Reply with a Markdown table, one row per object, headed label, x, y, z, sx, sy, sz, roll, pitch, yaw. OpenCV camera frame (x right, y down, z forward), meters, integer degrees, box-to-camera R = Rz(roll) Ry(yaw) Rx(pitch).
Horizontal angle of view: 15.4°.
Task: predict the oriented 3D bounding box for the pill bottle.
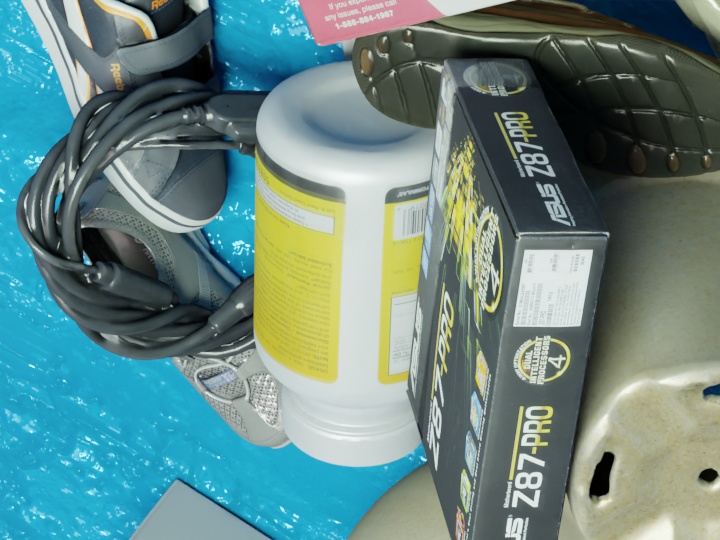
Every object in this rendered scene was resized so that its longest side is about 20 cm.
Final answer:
| label | x | y | z | sx | sy | sz | roll | pitch | yaw |
| --- | --- | --- | --- | --- | --- | --- | --- | --- | --- |
| pill bottle | 0.000 | 0.000 | 1.393 | 0.112 | 0.112 | 0.200 | 15 | 126 | 17 |

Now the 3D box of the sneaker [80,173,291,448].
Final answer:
| label | x | y | z | sx | sy | sz | roll | pitch | yaw |
| --- | --- | --- | --- | --- | --- | --- | --- | --- | --- |
| sneaker | -0.106 | 0.028 | 1.526 | 0.075 | 0.082 | 0.200 | -29 | 104 | 35 |

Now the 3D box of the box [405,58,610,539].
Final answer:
| label | x | y | z | sx | sy | sz | roll | pitch | yaw |
| --- | --- | --- | --- | --- | --- | --- | --- | --- | --- |
| box | 0.066 | 0.023 | 1.261 | 0.049 | 0.161 | 0.200 | 0 | 124 | -9 |

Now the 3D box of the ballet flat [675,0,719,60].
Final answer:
| label | x | y | z | sx | sy | sz | roll | pitch | yaw |
| --- | --- | --- | --- | --- | --- | --- | --- | --- | --- |
| ballet flat | 0.225 | -0.090 | 1.317 | 0.200 | 0.069 | 0.069 | 49 | 127 | -6 |

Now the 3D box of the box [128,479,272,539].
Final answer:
| label | x | y | z | sx | sy | sz | roll | pitch | yaw |
| --- | --- | --- | --- | --- | --- | --- | --- | --- | --- |
| box | -0.071 | 0.244 | 1.632 | 0.200 | 0.097 | 0.124 | 33 | 128 | 3 |

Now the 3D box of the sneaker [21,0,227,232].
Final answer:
| label | x | y | z | sx | sy | sz | roll | pitch | yaw |
| --- | --- | --- | --- | --- | --- | --- | --- | --- | --- |
| sneaker | -0.117 | -0.114 | 1.446 | 0.079 | 0.078 | 0.200 | -17 | 109 | 38 |

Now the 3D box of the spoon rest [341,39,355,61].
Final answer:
| label | x | y | z | sx | sy | sz | roll | pitch | yaw |
| --- | --- | --- | --- | --- | --- | --- | --- | --- | --- |
| spoon rest | 0.020 | -0.151 | 1.371 | 0.099 | 0.061 | 0.200 | -11 | 113 | 30 |

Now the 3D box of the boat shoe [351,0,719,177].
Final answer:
| label | x | y | z | sx | sy | sz | roll | pitch | yaw |
| --- | --- | --- | --- | --- | --- | --- | --- | --- | --- |
| boat shoe | 0.099 | -0.104 | 1.314 | 0.200 | 0.074 | 0.076 | 14 | 125 | 9 |

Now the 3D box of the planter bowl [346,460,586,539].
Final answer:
| label | x | y | z | sx | sy | sz | roll | pitch | yaw |
| --- | --- | --- | --- | --- | --- | --- | --- | --- | --- |
| planter bowl | 0.052 | 0.209 | 1.482 | 0.200 | 0.135 | 0.200 | 32 | 135 | 39 |

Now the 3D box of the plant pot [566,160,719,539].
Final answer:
| label | x | y | z | sx | sy | sz | roll | pitch | yaw |
| --- | --- | --- | --- | --- | --- | --- | --- | --- | --- |
| plant pot | 0.164 | 0.054 | 1.313 | 0.200 | 0.183 | 0.200 | 0 | 122 | 0 |

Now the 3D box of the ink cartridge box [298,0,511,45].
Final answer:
| label | x | y | z | sx | sy | sz | roll | pitch | yaw |
| --- | --- | --- | --- | --- | --- | --- | --- | --- | --- |
| ink cartridge box | 0.015 | -0.221 | 1.241 | 0.146 | 0.083 | 0.200 | -10 | 114 | 31 |

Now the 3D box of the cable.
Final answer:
| label | x | y | z | sx | sy | sz | roll | pitch | yaw |
| --- | --- | --- | --- | --- | --- | --- | --- | --- | --- |
| cable | -0.092 | -0.024 | 1.440 | 0.200 | 0.051 | 0.163 | -3 | 123 | -24 |
